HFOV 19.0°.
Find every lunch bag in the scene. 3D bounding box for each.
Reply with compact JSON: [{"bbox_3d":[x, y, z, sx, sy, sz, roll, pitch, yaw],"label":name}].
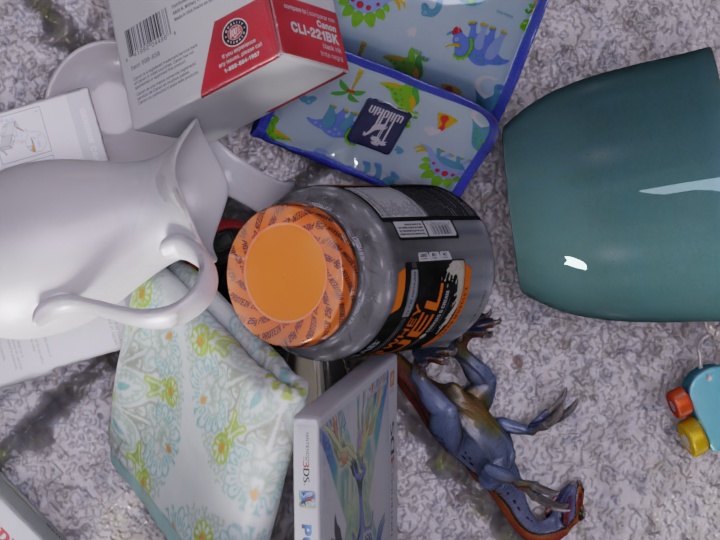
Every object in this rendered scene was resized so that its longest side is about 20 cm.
[{"bbox_3d":[0.029,-0.161,1.599,0.169,0.128,0.201,21,104,-9],"label":"lunch bag"}]

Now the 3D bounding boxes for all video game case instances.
[{"bbox_3d":[-0.008,0.167,1.514,0.022,0.200,0.183,3,101,16],"label":"video game case"}]

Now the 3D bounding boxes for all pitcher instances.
[{"bbox_3d":[-0.193,-0.008,1.496,0.199,0.172,0.122,-17,130,9],"label":"pitcher"}]

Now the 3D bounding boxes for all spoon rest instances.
[{"bbox_3d":[-0.141,-0.097,1.606,0.199,0.061,0.100,28,90,-7],"label":"spoon rest"}]

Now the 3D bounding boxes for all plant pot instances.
[{"bbox_3d":[0.189,-0.053,1.584,0.160,0.201,0.202,-7,92,6],"label":"plant pot"}]

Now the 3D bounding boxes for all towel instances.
[{"bbox_3d":[-0.115,0.108,1.531,0.048,0.200,0.172,-6,122,-35],"label":"towel"}]

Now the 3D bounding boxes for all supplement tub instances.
[{"bbox_3d":[0.000,0.000,1.526,0.122,0.200,0.123,2,93,32],"label":"supplement tub"}]

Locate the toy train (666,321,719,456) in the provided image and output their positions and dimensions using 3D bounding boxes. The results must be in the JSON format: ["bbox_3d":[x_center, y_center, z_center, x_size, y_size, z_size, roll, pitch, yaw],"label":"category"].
[{"bbox_3d":[0.330,0.103,1.671,0.199,0.056,0.151,26,87,-10],"label":"toy train"}]

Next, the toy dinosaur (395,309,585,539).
[{"bbox_3d":[0.098,0.126,1.649,0.105,0.199,0.182,-38,123,-40],"label":"toy dinosaur"}]

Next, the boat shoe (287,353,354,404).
[{"bbox_3d":[-0.018,0.123,1.629,0.057,0.067,0.201,-7,98,-26],"label":"boat shoe"}]

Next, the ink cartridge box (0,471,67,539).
[{"bbox_3d":[-0.321,0.238,1.582,0.200,0.083,0.147,-45,96,-4],"label":"ink cartridge box"}]

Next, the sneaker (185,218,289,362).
[{"bbox_3d":[-0.086,0.062,1.595,0.070,0.098,0.202,-6,93,-16],"label":"sneaker"}]

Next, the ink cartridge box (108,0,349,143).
[{"bbox_3d":[-0.105,-0.212,1.537,0.144,0.084,0.201,-23,72,34],"label":"ink cartridge box"}]

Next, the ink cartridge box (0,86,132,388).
[{"bbox_3d":[-0.259,-0.020,1.600,0.173,0.044,0.201,-16,96,-8],"label":"ink cartridge box"}]
